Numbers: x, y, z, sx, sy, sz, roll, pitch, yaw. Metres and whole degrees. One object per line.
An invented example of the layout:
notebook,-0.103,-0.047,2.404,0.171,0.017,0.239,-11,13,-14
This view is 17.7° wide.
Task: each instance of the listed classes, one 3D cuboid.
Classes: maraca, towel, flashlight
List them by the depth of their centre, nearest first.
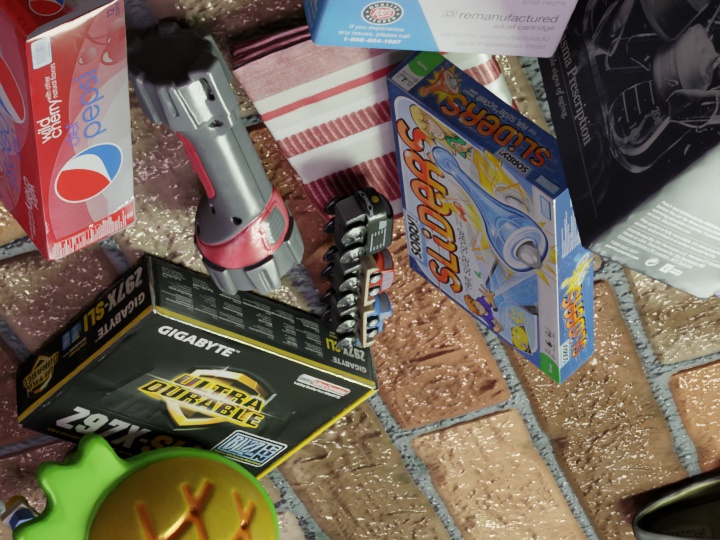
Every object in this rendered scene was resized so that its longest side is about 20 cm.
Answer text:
flashlight,-0.090,-0.067,1.391,0.067,0.068,0.201,-23,140,1
towel,0.018,-0.099,1.406,0.143,0.023,0.200,-19,145,9
maraca,-0.144,0.184,1.595,0.199,0.138,0.107,20,179,-31

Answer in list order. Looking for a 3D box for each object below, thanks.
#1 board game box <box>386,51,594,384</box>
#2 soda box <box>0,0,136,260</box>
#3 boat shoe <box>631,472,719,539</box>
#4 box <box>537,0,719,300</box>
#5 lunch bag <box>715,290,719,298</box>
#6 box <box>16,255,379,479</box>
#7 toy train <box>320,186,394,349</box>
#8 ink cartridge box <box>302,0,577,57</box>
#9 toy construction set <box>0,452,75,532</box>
board game box,0.081,-0.031,1.393,0.034,0.135,0.201,-41,151,-20
soda box,-0.173,-0.097,1.304,0.063,0.070,0.201,-28,149,-22
boat shoe,0.310,0.189,1.834,0.200,0.072,0.066,-20,149,21
box,0.197,-0.123,1.262,0.104,0.201,0.182,21,134,-36
lunch bag,0.292,-0.063,1.437,0.199,0.128,0.169,-25,141,36
box,-0.114,0.076,1.593,0.199,0.050,0.159,22,136,-37
toy train,0.000,0.000,1.503,0.046,0.034,0.200,-24,158,-13
ink cartridge box,0.058,-0.210,1.206,0.144,0.084,0.201,2,143,-16
toy construction set,-0.168,0.200,1.711,0.131,0.092,0.199,-51,141,11
